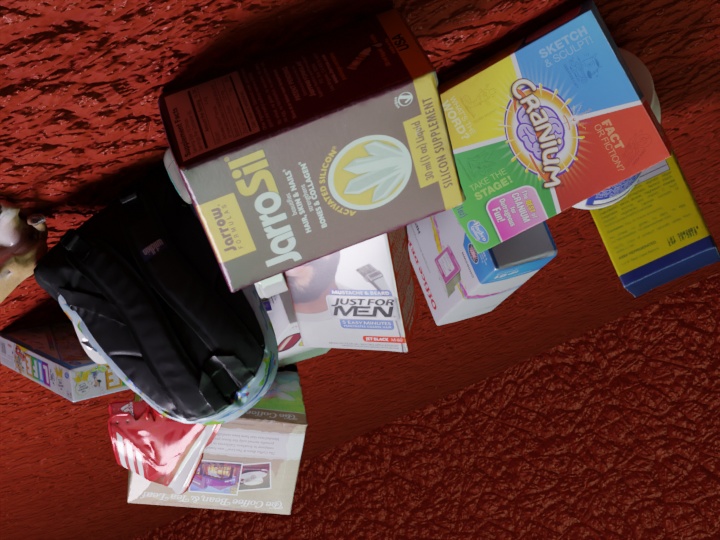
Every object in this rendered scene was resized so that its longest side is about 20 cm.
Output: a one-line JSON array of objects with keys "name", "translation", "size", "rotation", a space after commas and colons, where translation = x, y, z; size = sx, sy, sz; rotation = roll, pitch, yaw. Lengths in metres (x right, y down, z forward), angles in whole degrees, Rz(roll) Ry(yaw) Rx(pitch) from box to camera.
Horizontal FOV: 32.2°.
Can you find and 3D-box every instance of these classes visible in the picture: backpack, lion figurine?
[{"name": "backpack", "translation": [-0.155, 0.039, 1.080], "size": [0.163, 0.200, 0.154], "rotation": [-40, 158, -6]}, {"name": "lion figurine", "translation": [-0.324, 0.007, 1.074], "size": [0.199, 0.073, 0.122], "rotation": [-29, 172, 13]}]

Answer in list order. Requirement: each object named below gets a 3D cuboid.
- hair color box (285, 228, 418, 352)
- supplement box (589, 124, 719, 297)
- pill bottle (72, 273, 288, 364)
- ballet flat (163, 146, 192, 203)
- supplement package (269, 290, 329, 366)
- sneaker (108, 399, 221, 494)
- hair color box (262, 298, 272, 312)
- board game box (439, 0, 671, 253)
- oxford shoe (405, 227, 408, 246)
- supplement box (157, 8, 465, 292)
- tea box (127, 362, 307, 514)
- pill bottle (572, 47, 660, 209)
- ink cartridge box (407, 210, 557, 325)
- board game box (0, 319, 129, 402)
[{"name": "hair color box", "translation": [-0.014, -0.015, 1.177], "size": [0.110, 0.064, 0.201], "rotation": [2, 131, 16]}, {"name": "supplement box", "translation": [0.311, -0.087, 1.397], "size": [0.108, 0.202, 0.109], "rotation": [-24, 166, 15]}, {"name": "pill bottle", "translation": [-0.175, 0.009, 1.196], "size": [0.198, 0.112, 0.111], "rotation": [-18, 166, 0]}, {"name": "ballet flat", "translation": [-0.064, -0.107, 1.039], "size": [0.198, 0.064, 0.067], "rotation": [-21, 167, -3]}, {"name": "supplement package", "translation": [-0.077, 0.032, 1.454], "size": [0.113, 0.110, 0.200], "rotation": [-16, 165, -22]}, {"name": "sneaker", "translation": [-0.210, 0.147, 1.358], "size": [0.115, 0.201, 0.078], "rotation": [20, -163, -14]}, {"name": "hair color box", "translation": [-0.191, 0.062, 1.394], "size": [0.109, 0.065, 0.200], "rotation": [-12, 163, -32]}, {"name": "board game box", "translation": [0.155, -0.126, 1.122], "size": [0.199, 0.154, 0.040], "rotation": [-28, -163, 22]}, {"name": "oxford shoe", "translation": [0.000, 0.000, 1.271], "size": [0.074, 0.071, 0.201], "rotation": [1, 145, -14]}, {"name": "supplement box", "translation": [-0.036, -0.092, 0.952], "size": [0.198, 0.104, 0.132], "rotation": [-22, 132, -2]}, {"name": "tea box", "translation": [-0.178, 0.185, 1.527], "size": [0.198, 0.135, 0.197], "rotation": [6, -156, -12]}, {"name": "pill bottle", "translation": [0.234, -0.143, 1.240], "size": [0.119, 0.121, 0.200], "rotation": [-21, 167, 0]}, {"name": "ink cartridge box", "translation": [0.125, -0.040, 1.413], "size": [0.084, 0.146, 0.200], "rotation": [-16, 165, -20]}, {"name": "board game box", "translation": [-0.282, 0.087, 1.312], "size": [0.134, 0.035, 0.199], "rotation": [-12, -166, -34]}]
